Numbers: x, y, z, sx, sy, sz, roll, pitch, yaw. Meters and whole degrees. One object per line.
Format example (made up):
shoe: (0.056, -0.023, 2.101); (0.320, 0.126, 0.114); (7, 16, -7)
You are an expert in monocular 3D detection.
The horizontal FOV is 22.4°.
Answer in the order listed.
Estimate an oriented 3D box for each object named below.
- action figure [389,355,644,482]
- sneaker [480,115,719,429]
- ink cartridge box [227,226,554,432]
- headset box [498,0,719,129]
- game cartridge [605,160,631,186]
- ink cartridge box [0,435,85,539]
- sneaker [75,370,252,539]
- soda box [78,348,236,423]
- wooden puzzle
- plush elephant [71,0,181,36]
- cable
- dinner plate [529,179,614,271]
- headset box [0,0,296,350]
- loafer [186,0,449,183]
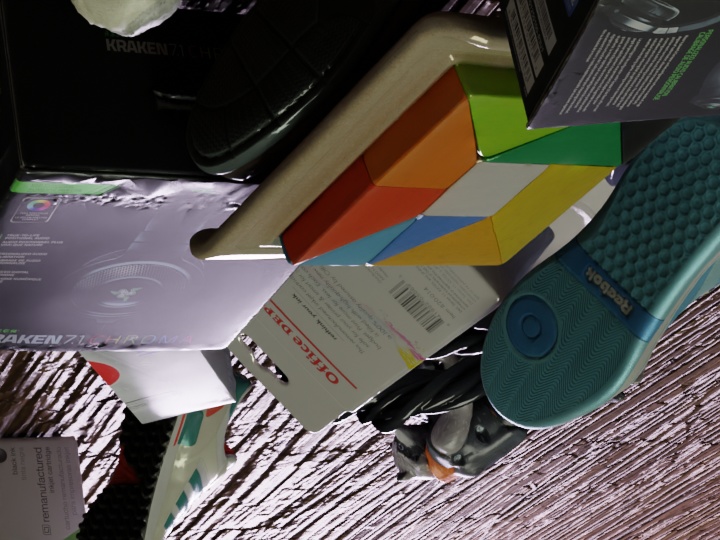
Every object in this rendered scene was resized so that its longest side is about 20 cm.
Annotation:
action figure: (0.087, 0.092, 1.294); (0.193, 0.105, 0.199); (-38, 149, 29)
sneaker: (0.155, 0.003, 0.930); (0.130, 0.080, 0.200); (-9, 146, -54)
ink cartridge box: (0.000, 0.000, 1.013); (0.200, 0.117, 0.067); (-39, -174, 48)
headset box: (0.147, -0.153, 0.664); (0.198, 0.176, 0.093); (-4, 156, -15)
game cartridge: (0.179, -0.106, 0.867); (0.132, 0.041, 0.200); (-27, 167, -18)
ink cartridge box: (-0.302, 0.202, 1.308); (0.198, 0.147, 0.084); (1, 154, -28)
sneaker: (-0.131, 0.154, 1.277); (0.093, 0.070, 0.201); (3, 112, -43)
soda box: (-0.131, 0.028, 1.093); (0.068, 0.064, 0.200); (-12, 157, 4)
wooden puzzle: (0.050, -0.044, 0.780); (0.184, 0.038, 0.200); (-1, 155, -40)
plush elephant: (-0.160, -0.153, 0.557); (0.154, 0.165, 0.201); (-23, 128, -4)
cable: (0.027, 0.061, 1.149); (0.199, 0.051, 0.163); (3, -157, 37)
dinner plate: (0.080, -0.024, 1.123); (0.198, 0.024, 0.201); (-9, 156, -4)
headset box: (-0.111, -0.044, 0.882); (0.173, 0.093, 0.200); (2, 153, -29)
loafer: (0.009, -0.109, 0.759); (0.063, 0.072, 0.200); (26, 113, -42)
